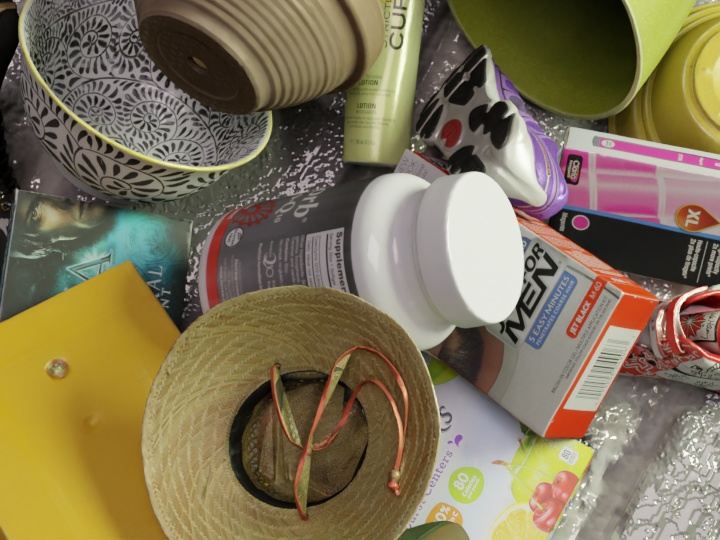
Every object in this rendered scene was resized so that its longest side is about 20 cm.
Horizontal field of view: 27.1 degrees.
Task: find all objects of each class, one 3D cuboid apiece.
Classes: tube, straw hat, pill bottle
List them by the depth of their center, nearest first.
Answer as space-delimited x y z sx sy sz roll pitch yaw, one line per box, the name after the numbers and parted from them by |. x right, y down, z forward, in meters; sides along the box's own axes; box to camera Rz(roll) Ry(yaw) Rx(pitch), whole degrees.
-0.032 0.108 0.945 0.198 0.085 0.204 -2 83 20 | straw hat
0.000 0.000 0.981 0.198 0.115 0.118 -10 69 35 | pill bottle
0.017 -0.179 1.112 0.057 0.052 0.203 4 92 -17 | tube

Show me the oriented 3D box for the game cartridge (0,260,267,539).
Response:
-0.178 0.109 0.996 0.175 0.033 0.201 -27 68 -24 | game cartridge

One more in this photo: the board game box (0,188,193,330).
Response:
-0.197 0.052 1.073 0.133 0.028 0.203 10 76 -20 | board game box

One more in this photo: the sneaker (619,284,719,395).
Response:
0.193 0.038 1.031 0.198 0.108 0.068 11 74 9 | sneaker

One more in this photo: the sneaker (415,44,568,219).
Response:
0.096 -0.091 1.067 0.083 0.201 0.081 36 110 -25 | sneaker

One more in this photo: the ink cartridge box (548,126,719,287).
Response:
0.234 -0.037 1.059 0.197 0.096 0.037 10 36 7 | ink cartridge box

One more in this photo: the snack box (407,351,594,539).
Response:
0.040 0.173 1.027 0.167 0.068 0.201 30 77 13 | snack box

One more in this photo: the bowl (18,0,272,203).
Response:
-0.173 -0.114 1.102 0.201 0.200 0.095 48 127 16 | bowl

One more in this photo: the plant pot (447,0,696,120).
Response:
0.188 -0.246 1.097 0.187 0.188 0.200 40 65 15 | plant pot

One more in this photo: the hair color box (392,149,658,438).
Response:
0.090 0.014 1.025 0.199 0.064 0.112 36 105 34 | hair color box

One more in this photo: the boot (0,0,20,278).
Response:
-0.269 -0.085 1.110 0.138 0.077 0.201 38 116 10 | boot

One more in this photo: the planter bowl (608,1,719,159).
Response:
0.282 -0.122 1.084 0.197 0.084 0.203 -1 74 5 | planter bowl

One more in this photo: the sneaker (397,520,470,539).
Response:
-0.032 0.187 0.960 0.198 0.067 0.091 -26 70 -4 | sneaker

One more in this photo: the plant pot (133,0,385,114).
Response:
-0.089 -0.176 1.039 0.199 0.202 0.093 27 66 13 | plant pot
